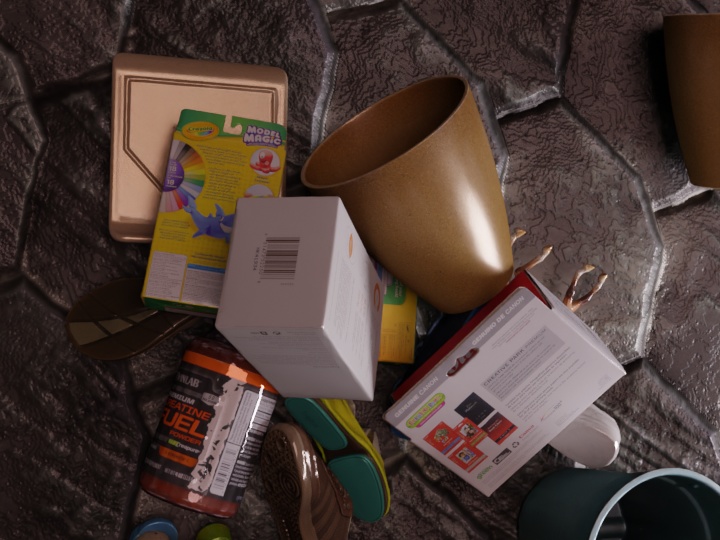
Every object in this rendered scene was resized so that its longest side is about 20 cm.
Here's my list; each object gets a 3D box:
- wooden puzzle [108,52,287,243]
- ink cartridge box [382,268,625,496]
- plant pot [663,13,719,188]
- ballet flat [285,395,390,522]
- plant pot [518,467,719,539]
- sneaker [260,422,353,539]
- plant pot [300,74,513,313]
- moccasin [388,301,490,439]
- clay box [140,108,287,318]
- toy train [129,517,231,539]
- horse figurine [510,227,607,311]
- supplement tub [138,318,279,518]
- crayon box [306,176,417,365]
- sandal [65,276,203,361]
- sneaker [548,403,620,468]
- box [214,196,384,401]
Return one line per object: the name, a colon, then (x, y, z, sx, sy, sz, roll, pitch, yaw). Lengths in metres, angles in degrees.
wooden puzzle: (-0.169, -0.124, 1.070, 0.184, 0.037, 0.201, 2, 82, -19)
ink cartridge box: (0.136, 0.107, 1.049, 0.200, 0.084, 0.175, -44, 120, 12)
plant pot: (0.450, -0.201, 1.215, 0.186, 0.186, 0.201, -2, 102, -19)
ballet flat: (-0.014, 0.178, 1.084, 0.200, 0.067, 0.067, 61, 34, -27)
plant pot: (0.282, 0.304, 1.117, 0.200, 0.196, 0.201, 1, 88, -18)
sneaker: (-0.050, 0.236, 1.064, 0.075, 0.070, 0.201, -26, 120, -37)
plant pot: (0.071, -0.061, 1.023, 0.186, 0.186, 0.200, -41, 114, -16)
moccasin: (0.098, 0.097, 1.127, 0.080, 0.068, 0.200, 33, 101, -29)
clay box: (-0.141, -0.055, 1.007, 0.114, 0.048, 0.201, 10, 72, -4)
toy train: (-0.131, 0.300, 1.024, 0.199, 0.116, 0.085, 4, 111, -24)
horse figurine: (0.204, 0.036, 1.174, 0.200, 0.050, 0.133, 25, 97, -24)
supplement tub: (-0.143, 0.139, 1.027, 0.107, 0.107, 0.201, 21, 80, -17)
crayon box: (0.000, 0.000, 1.107, 0.118, 0.058, 0.201, 5, 86, -19)
sandal: (-0.199, 0.031, 1.037, 0.200, 0.055, 0.082, -31, 75, -9)
sneaker: (0.207, 0.147, 1.171, 0.200, 0.088, 0.075, 34, 118, 6)
box: (-0.048, 0.032, 0.943, 0.097, 0.200, 0.125, 0, 65, 14)
